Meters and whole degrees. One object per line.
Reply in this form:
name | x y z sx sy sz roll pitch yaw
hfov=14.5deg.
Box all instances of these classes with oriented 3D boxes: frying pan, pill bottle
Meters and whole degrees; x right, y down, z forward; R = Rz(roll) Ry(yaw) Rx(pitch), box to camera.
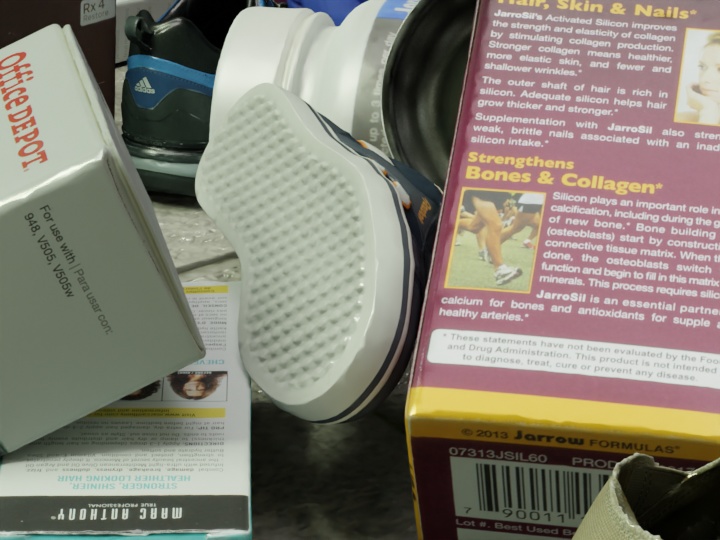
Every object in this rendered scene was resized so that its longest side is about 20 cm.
frying pan | 0.092 -0.040 1.068 0.190 0.115 0.031 43 -1 13
pill bottle | 0.046 -0.052 1.155 0.199 0.114 0.114 6 23 12

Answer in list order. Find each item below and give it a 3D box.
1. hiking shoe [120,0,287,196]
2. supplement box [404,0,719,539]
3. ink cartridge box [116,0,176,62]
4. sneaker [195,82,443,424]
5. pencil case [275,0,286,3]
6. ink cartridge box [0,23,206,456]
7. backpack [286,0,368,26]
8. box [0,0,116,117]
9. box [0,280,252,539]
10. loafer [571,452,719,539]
hiking shoe | -0.044 -0.100 1.300 0.074 0.087 0.200 10 24 21
supplement box | 0.084 -0.004 0.968 0.110 0.086 0.200 5 54 9
ink cartridge box | -0.186 -0.149 1.471 0.200 0.047 0.197 -19 32 -36
sneaker | 0.000 0.000 1.007 0.079 0.078 0.200 33 17 -25
pencil case | -0.042 -0.169 1.373 0.093 0.091 0.200 9 7 29
ink cartridge box | -0.162 0.012 0.944 0.200 0.083 0.147 -26 25 0
backpack | 0.085 -0.124 1.273 0.200 0.168 0.163 40 32 5
box | -0.161 -0.127 1.213 0.075 0.201 0.100 21 30 39
box | -0.077 0.063 0.957 0.082 0.049 0.200 0 23 -2
loafer | 0.078 0.091 0.784 0.200 0.068 0.076 -30 22 10
